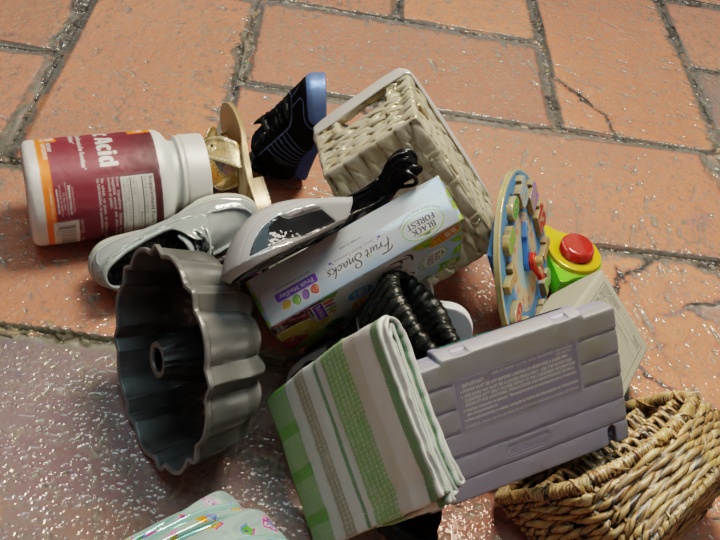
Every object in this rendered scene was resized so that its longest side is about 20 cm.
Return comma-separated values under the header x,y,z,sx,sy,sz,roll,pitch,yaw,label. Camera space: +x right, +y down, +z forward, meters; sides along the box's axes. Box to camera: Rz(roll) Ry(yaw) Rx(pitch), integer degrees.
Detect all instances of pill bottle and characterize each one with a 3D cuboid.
x,y,z,sx,sy,sz,roll,pitch,yaw,label
-0.272,-0.097,1.029,0.197,0.115,0.115,-9,47,-21,pill bottle

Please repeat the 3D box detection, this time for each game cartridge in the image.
x,y,z,sx,sy,sz,roll,pitch,yaw,label
0.131,0.110,0.774,0.197,0.132,0.038,-16,12,-16,game cartridge

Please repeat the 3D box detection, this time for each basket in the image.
x,y,z,sx,sy,sz,roll,pitch,yaw,label
0.051,-0.092,1.006,0.134,0.201,0.124,-30,28,15,basket
0.243,0.179,0.844,0.198,0.144,0.149,-25,55,-34,basket

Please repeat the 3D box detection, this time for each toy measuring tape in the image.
x,y,z,sx,sy,sz,roll,pitch,yaw,label
0.247,-0.035,1.123,0.072,0.074,0.202,0,45,-13,toy measuring tape

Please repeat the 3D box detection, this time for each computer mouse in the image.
x,y,z,sx,sy,sz,roll,pitch,yaw,label
-0.043,-0.049,0.800,0.198,0.109,0.044,-28,89,-33,computer mouse

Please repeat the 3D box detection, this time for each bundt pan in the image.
x,y,z,sx,sy,sz,roll,pitch,yaw,label
-0.151,0.077,0.830,0.075,0.204,0.203,-5,44,-36,bundt pan

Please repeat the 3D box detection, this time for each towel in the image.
x,y,z,sx,sy,sz,roll,pitch,yaw,label
-0.003,0.139,0.761,0.030,0.200,0.152,-8,71,-37,towel

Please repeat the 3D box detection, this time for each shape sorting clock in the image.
x,y,z,sx,sy,sz,roll,pitch,yaw,label
0.178,-0.009,0.994,0.039,0.202,0.201,-5,38,22,shape sorting clock

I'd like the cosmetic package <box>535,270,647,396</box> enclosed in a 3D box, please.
x,y,z,sx,sy,sz,roll,pitch,yaw,label
0.214,0.091,0.922,0.105,0.073,0.200,58,35,-3,cosmetic package

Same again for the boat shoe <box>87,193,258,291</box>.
x,y,z,sx,sy,sz,roll,pitch,yaw,label
-0.192,-0.024,0.992,0.198,0.071,0.071,-23,27,-22,boat shoe

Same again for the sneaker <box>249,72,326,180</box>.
x,y,z,sx,sy,sz,roll,pitch,yaw,label
-0.089,-0.167,1.094,0.076,0.201,0.071,3,64,-13,sneaker

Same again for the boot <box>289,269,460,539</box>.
x,y,z,sx,sy,sz,roll,pitch,yaw,label
0.041,0.124,0.811,0.212,0.158,0.079,54,23,14,boot

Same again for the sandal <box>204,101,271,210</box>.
x,y,z,sx,sy,sz,roll,pitch,yaw,label
-0.169,-0.127,1.116,0.068,0.078,0.214,-10,54,-21,sandal

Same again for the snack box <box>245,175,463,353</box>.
x,y,z,sx,sy,sz,roll,pitch,yaw,label
0.000,0.000,0.871,0.198,0.142,0.054,-29,76,-3,snack box

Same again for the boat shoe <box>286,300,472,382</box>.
x,y,z,sx,sy,sz,roll,pitch,yaw,label
0.018,0.074,0.908,0.198,0.070,0.067,-28,21,17,boat shoe

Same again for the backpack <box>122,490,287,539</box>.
x,y,z,sx,sy,sz,roll,pitch,yaw,label
-0.126,0.256,0.674,0.126,0.169,0.198,36,41,31,backpack

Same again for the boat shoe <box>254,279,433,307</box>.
x,y,z,sx,sy,sz,roll,pitch,yaw,label
-0.017,0.011,0.993,0.196,0.075,0.067,4,30,8,boat shoe

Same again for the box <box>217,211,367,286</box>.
x,y,z,sx,sy,sz,roll,pitch,yaw,label
-0.089,-0.020,0.951,0.142,0.199,0.037,-28,95,-33,box
